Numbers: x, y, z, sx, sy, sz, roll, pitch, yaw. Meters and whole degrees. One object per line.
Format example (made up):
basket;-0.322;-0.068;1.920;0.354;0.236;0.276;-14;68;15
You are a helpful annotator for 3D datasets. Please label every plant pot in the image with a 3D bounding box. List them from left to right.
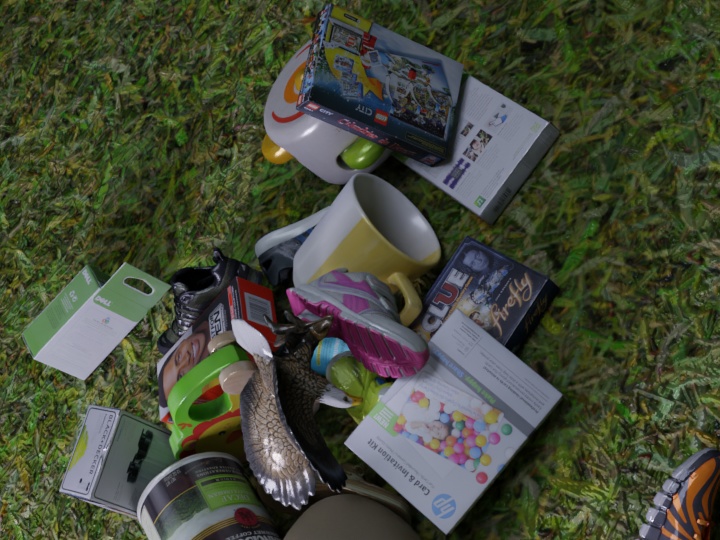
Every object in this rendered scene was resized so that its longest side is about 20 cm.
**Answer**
plant pot;-0.012;0.325;1.426;0.200;0.200;0.135;-35;38;18

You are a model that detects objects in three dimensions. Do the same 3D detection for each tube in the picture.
tube;-0.022;0.105;1.639;0.200;0.050;0.078;-1;77;30

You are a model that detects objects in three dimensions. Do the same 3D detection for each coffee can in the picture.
coffee can;-0.165;0.337;1.555;0.146;0.146;0.200;-46;48;9

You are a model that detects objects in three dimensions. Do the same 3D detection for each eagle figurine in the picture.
eagle figurine;-0.071;0.149;1.439;0.151;0.152;0.201;1;68;24

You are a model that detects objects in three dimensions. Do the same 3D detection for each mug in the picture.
mug;-0.006;-0.008;1.607;0.153;0.149;0.187;-43;19;24

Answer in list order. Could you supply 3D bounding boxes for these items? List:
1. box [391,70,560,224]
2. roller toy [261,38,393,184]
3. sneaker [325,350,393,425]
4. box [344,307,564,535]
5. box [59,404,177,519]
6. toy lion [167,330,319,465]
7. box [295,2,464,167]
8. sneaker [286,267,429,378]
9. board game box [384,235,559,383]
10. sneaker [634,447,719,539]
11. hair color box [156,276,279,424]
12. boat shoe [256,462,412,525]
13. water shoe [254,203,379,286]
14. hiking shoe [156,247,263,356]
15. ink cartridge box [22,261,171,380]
box;0.139;-0.164;1.657;0.144;0.036;0.200;-53;49;3
roller toy;-0.034;-0.220;1.725;0.200;0.140;0.183;-6;57;50
sneaker;0.037;0.181;1.542;0.076;0.105;0.200;-34;78;-2
box;0.104;0.167;1.456;0.156;0.041;0.200;40;89;16
box;-0.271;0.254;1.644;0.060;0.200;0.117;5;71;38
toy lion;-0.162;0.176;1.599;0.192;0.200;0.069;-38;53;14
box;0.027;-0.229;1.621;0.038;0.200;0.137;-23;51;59
sneaker;0.009;0.048;1.481;0.200;0.081;0.088;30;59;36
board game box;0.124;0.072;1.537;0.135;0.035;0.200;30;84;40
sneaker;0.327;0.279;1.268;0.112;0.078;0.200;33;100;39
hair color box;-0.189;0.111;1.706;0.200;0.061;0.102;-47;37;31
boat shoe;-0.024;0.258;1.537;0.200;0.074;0.066;12;36;24
water shoe;-0.043;-0.037;1.723;0.200;0.071;0.079;-22;83;25
hiking shoe;-0.223;0.040;1.763;0.200;0.101;0.076;-39;25;28
ink cartridge box;-0.382;0.058;1.893;0.200;0.104;0.059;-46;49;10
